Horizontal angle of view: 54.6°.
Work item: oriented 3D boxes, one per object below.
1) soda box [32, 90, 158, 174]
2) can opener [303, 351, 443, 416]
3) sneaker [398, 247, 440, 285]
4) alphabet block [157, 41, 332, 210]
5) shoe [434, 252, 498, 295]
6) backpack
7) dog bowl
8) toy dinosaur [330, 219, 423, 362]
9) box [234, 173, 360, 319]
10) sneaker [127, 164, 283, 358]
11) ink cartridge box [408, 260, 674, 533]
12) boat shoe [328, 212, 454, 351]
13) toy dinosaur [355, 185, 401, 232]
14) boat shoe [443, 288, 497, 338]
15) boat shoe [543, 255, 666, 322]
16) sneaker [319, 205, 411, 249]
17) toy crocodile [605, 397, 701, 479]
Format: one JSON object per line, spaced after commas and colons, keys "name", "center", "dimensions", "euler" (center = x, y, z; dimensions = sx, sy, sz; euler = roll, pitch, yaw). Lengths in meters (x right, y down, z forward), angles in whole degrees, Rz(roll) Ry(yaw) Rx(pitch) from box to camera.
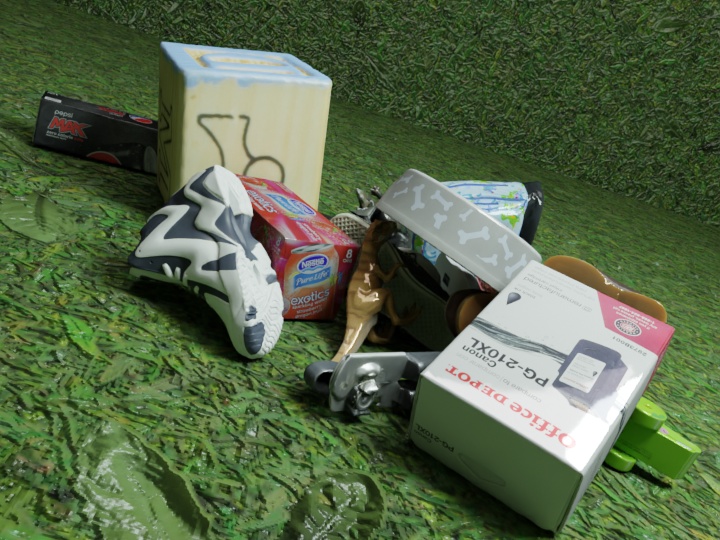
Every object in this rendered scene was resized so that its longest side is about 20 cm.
{"name": "soda box", "center": [-0.367, -0.199, 1.026], "dimensions": [0.200, 0.071, 0.063], "euler": [12, 19, -22]}
{"name": "can opener", "center": [0.038, 0.094, 0.648], "dimensions": [0.200, 0.053, 0.067], "euler": [5, 15, -45]}
{"name": "sneaker", "center": [0.000, 0.000, 0.865], "dimensions": [0.200, 0.071, 0.080], "euler": [18, 23, 18]}
{"name": "alphabet block", "center": [-0.164, -0.180, 0.933], "dimensions": [0.195, 0.200, 0.196], "euler": [-1, 26, -22]}
{"name": "shoe", "center": [0.157, 0.031, 0.913], "dimensions": [0.091, 0.072, 0.200], "euler": [13, 16, -9]}
{"name": "backpack", "center": [0.160, -0.062, 1.057], "dimensions": [0.200, 0.163, 0.154], "euler": [14, 33, 2]}
{"name": "dog bowl", "center": [0.109, -0.039, 0.763], "dimensions": [0.200, 0.059, 0.200], "euler": [34, 5, -3]}
{"name": "toy dinosaur", "center": [0.004, 0.043, 0.724], "dimensions": [0.106, 0.200, 0.060], "euler": [35, -35, -32]}
{"name": "box", "center": [-0.102, -0.032, 0.793], "dimensions": [0.100, 0.096, 0.200], "euler": [5, 23, -38]}
{"name": "sneaker", "center": [-0.158, 0.008, 0.676], "dimensions": [0.079, 0.129, 0.199], "euler": [20, 47, -66]}
{"name": "ink cartridge box", "center": [0.157, 0.097, 0.602], "dimensions": [0.145, 0.084, 0.200], "euler": [29, 45, 26]}
{"name": "boat shoe", "center": [0.038, 0.012, 0.802], "dimensions": [0.200, 0.075, 0.062], "euler": [42, 17, 4]}
{"name": "toy dinosaur", "center": [0.062, -0.087, 1.173], "dimensions": [0.200, 0.077, 0.102], "euler": [16, 30, -25]}
{"name": "boat shoe", "center": [0.152, 0.071, 0.768], "dimensions": [0.200, 0.070, 0.070], "euler": [33, -2, -39]}
{"name": "boat shoe", "center": [0.381, 0.043, 1.101], "dimensions": [0.200, 0.070, 0.070], "euler": [32, 4, 21]}
{"name": "sneaker", "center": [-0.005, -0.055, 0.958], "dimensions": [0.200, 0.091, 0.066], "euler": [31, 21, 31]}
{"name": "toy crocodile", "center": [0.232, 0.140, 0.692], "dimensions": [0.200, 0.068, 0.062], "euler": [25, 20, 15]}
